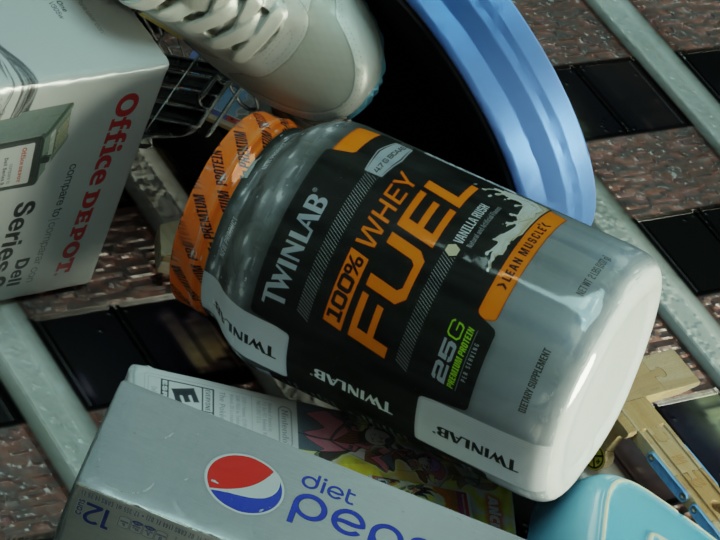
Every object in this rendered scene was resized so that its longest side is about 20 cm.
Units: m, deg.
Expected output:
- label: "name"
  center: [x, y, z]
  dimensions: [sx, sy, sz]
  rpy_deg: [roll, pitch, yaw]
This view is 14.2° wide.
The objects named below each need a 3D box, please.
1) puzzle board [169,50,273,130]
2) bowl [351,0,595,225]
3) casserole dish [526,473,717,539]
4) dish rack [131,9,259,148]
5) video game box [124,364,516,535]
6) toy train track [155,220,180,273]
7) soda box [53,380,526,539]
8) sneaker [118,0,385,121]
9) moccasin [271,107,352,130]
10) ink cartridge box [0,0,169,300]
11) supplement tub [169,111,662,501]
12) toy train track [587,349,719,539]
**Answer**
- label: "puzzle board"
  center: [-0.006, -0.117, 1.576]
  dimensions: [0.151, 0.017, 0.200]
  rpy_deg: [25, 37, 1]
- label: "bowl"
  center: [0.035, -0.089, 1.366]
  dimensions: [0.039, 0.201, 0.201]
  rpy_deg: [-34, 60, -15]
- label: "casserole dish"
  center: [0.127, 0.162, 1.261]
  dimensions: [0.121, 0.039, 0.200]
  rpy_deg: [35, 32, -16]
- label: "dish rack"
  center: [-0.087, -0.133, 1.470]
  dimensions: [0.153, 0.055, 0.200]
  rpy_deg: [12, 55, 33]
- label: "video game box"
  center: [-0.020, 0.138, 1.242]
  dimensions: [0.182, 0.047, 0.200]
  rpy_deg: [12, 39, -12]
- label: "toy train track"
  center: [0.000, 0.000, 1.414]
  dimensions: [0.200, 0.033, 0.115]
  rpy_deg: [11, 39, -14]
- label: "soda box"
  center: [-0.022, 0.121, 1.172]
  dimensions: [0.200, 0.063, 0.068]
  rpy_deg: [21, 40, -1]
- label: "sneaker"
  center: [-0.076, -0.134, 1.300]
  dimensions: [0.200, 0.077, 0.081]
  rpy_deg: [40, 26, -5]
- label: "moccasin"
  center: [0.008, -0.141, 1.542]
  dimensions: [0.074, 0.078, 0.202]
  rpy_deg: [33, 56, -11]
- label: "ink cartridge box"
  center: [-0.202, -0.055, 1.294]
  dimensions: [0.200, 0.146, 0.084]
  rpy_deg: [-12, 51, -37]
- label: "supplement tub"
  center: [0.023, 0.011, 1.289]
  dimensions: [0.200, 0.123, 0.123]
  rpy_deg: [24, 37, 15]
- label: "toy train track"
  center: [0.142, 0.096, 1.390]
  dimensions: [0.115, 0.033, 0.200]
  rpy_deg: [-11, 54, -47]
